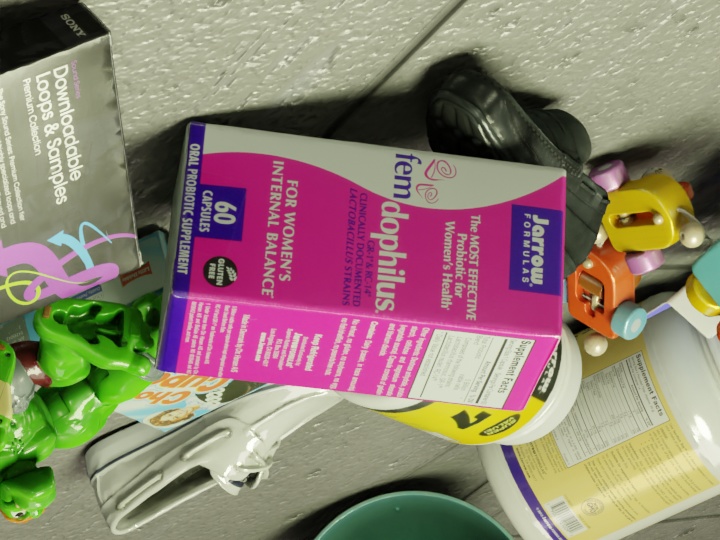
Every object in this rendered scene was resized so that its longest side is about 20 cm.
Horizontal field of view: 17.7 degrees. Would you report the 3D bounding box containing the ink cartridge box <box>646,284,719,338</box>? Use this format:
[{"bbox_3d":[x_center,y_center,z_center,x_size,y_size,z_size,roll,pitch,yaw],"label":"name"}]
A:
[{"bbox_3d":[0.290,-0.022,1.475,0.198,0.043,0.200,-23,167,-45],"label":"ink cartridge box"}]

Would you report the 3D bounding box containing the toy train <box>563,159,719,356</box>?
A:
[{"bbox_3d":[0.198,0.006,1.394,0.056,0.200,0.150,-33,132,-30],"label":"toy train"}]

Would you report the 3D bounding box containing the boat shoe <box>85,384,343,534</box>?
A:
[{"bbox_3d":[-0.086,0.116,1.531,0.200,0.065,0.074,-27,156,18],"label":"boat shoe"}]

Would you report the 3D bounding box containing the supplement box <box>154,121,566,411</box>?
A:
[{"bbox_3d":[0.000,0.000,1.204,0.199,0.101,0.103,7,153,-7],"label":"supplement box"}]

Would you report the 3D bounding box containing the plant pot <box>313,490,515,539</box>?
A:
[{"bbox_3d":[0.047,0.282,1.868,0.200,0.201,0.161,-19,171,1],"label":"plant pot"}]

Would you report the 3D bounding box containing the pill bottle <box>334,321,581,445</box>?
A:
[{"bbox_3d":[0.057,0.044,1.418,0.114,0.115,0.200,-27,157,19],"label":"pill bottle"}]

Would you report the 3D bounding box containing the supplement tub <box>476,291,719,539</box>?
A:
[{"bbox_3d":[0.194,0.103,1.618,0.200,0.146,0.145,-27,156,19],"label":"supplement tub"}]

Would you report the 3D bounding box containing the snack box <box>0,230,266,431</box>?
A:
[{"bbox_3d":[-0.118,0.040,1.367,0.116,0.037,0.200,-25,157,16],"label":"snack box"}]

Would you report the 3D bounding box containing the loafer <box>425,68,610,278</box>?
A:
[{"bbox_3d":[0.091,-0.063,1.277,0.070,0.068,0.201,-55,150,-8],"label":"loafer"}]

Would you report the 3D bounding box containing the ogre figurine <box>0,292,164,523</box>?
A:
[{"bbox_3d":[-0.186,0.072,1.241,0.200,0.098,0.120,-42,172,-37],"label":"ogre figurine"}]

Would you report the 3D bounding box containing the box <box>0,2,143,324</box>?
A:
[{"bbox_3d":[-0.199,-0.026,1.044,0.200,0.036,0.143,-22,136,-20],"label":"box"}]
